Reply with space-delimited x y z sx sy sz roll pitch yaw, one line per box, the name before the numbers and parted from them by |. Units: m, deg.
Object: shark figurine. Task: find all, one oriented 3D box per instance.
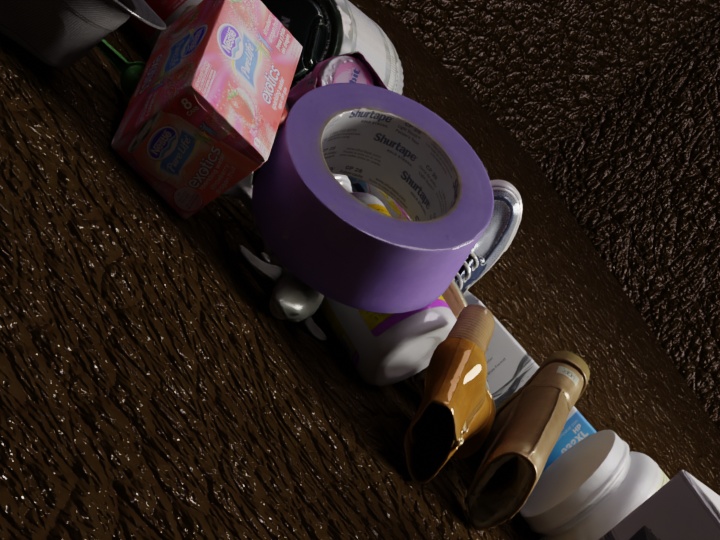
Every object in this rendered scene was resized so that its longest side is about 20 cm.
shark figurine | -0.056 -0.028 1.645 0.128 0.089 0.215 40 17 -46

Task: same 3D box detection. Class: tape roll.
tape roll | 0.011 -0.065 1.606 0.199 0.085 0.201 16 43 -16

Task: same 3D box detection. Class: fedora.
fedora | -0.261 -0.233 1.483 0.200 0.090 0.177 45 9 6

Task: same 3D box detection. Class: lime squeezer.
lime squeezer | -0.204 -0.157 1.639 0.070 0.038 0.201 -4 49 -37

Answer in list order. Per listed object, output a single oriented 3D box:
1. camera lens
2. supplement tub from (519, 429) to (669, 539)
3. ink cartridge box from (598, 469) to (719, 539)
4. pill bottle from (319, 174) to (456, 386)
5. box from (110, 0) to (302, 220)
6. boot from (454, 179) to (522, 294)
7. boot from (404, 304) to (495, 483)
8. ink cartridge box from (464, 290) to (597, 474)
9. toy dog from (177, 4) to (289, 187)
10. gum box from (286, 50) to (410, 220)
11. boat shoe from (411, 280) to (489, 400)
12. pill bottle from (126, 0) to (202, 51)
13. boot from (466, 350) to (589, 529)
camera lens | -0.051 -0.245 2.160 0.160 0.160 0.200 55 12 24
supplement tub | 0.265 0.270 1.785 0.200 0.145 0.145 49 11 -8
ink cartridge box | 0.242 0.274 1.539 0.145 0.200 0.085 34 19 -55
pill bottle | 0.000 0.000 1.700 0.201 0.104 0.104 58 14 22
box | -0.129 -0.152 1.581 0.095 0.102 0.201 46 31 -22
boot | 0.092 0.002 1.833 0.073 0.200 0.090 36 17 -10
boot | 0.073 0.140 1.636 0.070 0.202 0.144 17 46 11
ink cartridge box | 0.145 0.119 1.900 0.200 0.084 0.145 48 0 -9
toy dog | -0.127 -0.158 1.776 0.201 0.132 0.096 54 -27 -2
gum box | 0.009 -0.124 1.825 0.201 0.066 0.113 53 -16 -11
boat shoe | 0.076 0.077 1.769 0.201 0.075 0.072 64 18 -16
pill bottle | -0.222 -0.319 1.858 0.200 0.112 0.112 50 11 1
boot | 0.138 0.179 1.717 0.066 0.176 0.200 29 34 5
